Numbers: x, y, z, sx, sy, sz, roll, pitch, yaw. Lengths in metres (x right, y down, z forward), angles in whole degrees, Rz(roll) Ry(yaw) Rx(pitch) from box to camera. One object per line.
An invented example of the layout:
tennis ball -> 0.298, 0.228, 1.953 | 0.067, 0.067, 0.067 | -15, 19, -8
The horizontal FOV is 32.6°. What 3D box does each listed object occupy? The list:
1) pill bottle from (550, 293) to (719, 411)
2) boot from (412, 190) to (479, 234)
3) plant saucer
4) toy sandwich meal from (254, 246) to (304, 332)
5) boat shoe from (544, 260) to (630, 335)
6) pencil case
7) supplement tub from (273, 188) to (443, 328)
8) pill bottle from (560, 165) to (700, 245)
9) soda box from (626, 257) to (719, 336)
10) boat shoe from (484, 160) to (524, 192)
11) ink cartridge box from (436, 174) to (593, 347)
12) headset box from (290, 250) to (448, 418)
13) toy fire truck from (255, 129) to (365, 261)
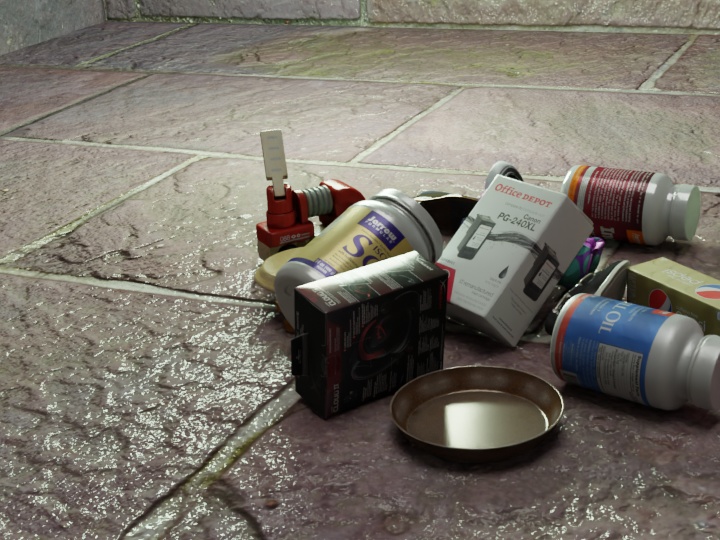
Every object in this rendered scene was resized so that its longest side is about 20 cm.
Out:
pill bottle -> 0.332, 0.099, 1.433 | 0.199, 0.113, 0.112 | 13, 27, 37
boot -> 0.160, -0.105, 2.024 | 0.199, 0.075, 0.097 | 4, 26, 23
plant saucer -> 0.132, 0.166, 1.403 | 0.199, 0.035, 0.200 | -3, 22, 1
toy sandwich meal -> -0.057, 0.023, 1.758 | 0.204, 0.071, 0.205 | -3, 18, 1
boat shoe -> 0.308, 0.038, 1.650 | 0.060, 0.074, 0.200 | 14, 36, 27
pencil case -> 0.248, -0.044, 1.763 | 0.199, 0.093, 0.085 | 25, 46, 18
supplement tub -> 0.000, 0.000, 1.608 | 0.145, 0.146, 0.200 | 18, 50, 43
pill bottle -> 0.419, -0.100, 1.913 | 0.199, 0.114, 0.113 | 9, 25, 29
soda box -> 0.438, 0.046, 1.612 | 0.067, 0.064, 0.200 | -15, 25, -25
boat shoe -> 0.246, -0.093, 1.869 | 0.066, 0.200, 0.070 | 25, 70, 33
ink cartridge box -> 0.194, -0.018, 1.645 | 0.145, 0.083, 0.201 | 24, 76, 51
headset box -> 0.004, 0.078, 1.481 | 0.199, 0.150, 0.075 | -18, 33, -30
toy fire truck -> -0.085, -0.115, 1.919 | 0.175, 0.201, 0.129 | -14, 24, -24
